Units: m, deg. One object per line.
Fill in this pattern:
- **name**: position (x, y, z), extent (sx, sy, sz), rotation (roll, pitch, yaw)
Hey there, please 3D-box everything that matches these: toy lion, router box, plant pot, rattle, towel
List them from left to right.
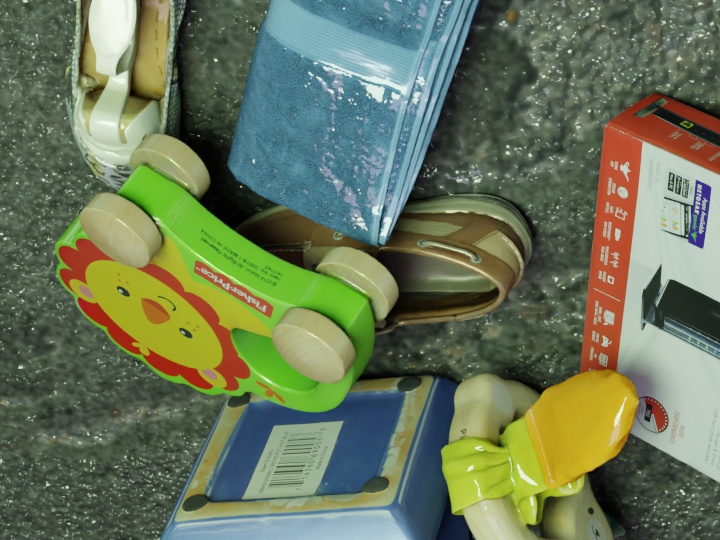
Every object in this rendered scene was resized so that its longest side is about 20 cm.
- **toy lion**: position (-0.089, 0.021, 1.043), extent (0.200, 0.069, 0.192), rotation (31, 150, 8)
- **plant pot**: position (-0.014, 0.181, 1.115), extent (0.199, 0.200, 0.180), rotation (-5, 119, 17)
- **towel**: position (-0.004, -0.116, 0.970), extent (0.111, 0.049, 0.200), rotation (24, 123, 9)
- **rattle**: position (0.152, 0.129, 1.079), extent (0.143, 0.130, 0.200), rotation (-37, 121, 20)
- **router box**: position (0.211, 0.025, 0.987), extent (0.179, 0.049, 0.200), rotation (29, 134, 34)

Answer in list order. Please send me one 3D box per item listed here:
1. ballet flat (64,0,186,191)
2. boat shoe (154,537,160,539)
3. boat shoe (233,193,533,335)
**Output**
- **ballet flat**: position (-0.136, -0.114, 1.004), extent (0.072, 0.072, 0.201), rotation (12, 127, 3)
- **boat shoe**: position (-0.179, 0.262, 1.291), extent (0.074, 0.063, 0.201), rotation (39, 125, -18)
- **boat shoe**: position (0.000, 0.000, 1.054), extent (0.199, 0.072, 0.076), rotation (-8, 123, 18)
